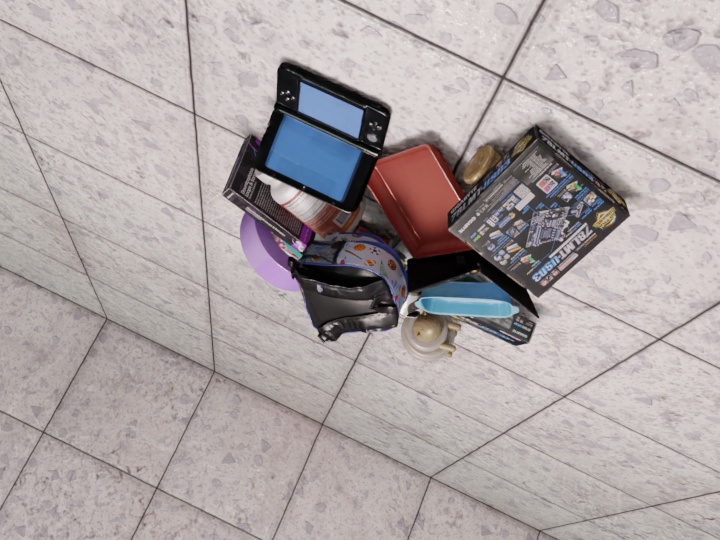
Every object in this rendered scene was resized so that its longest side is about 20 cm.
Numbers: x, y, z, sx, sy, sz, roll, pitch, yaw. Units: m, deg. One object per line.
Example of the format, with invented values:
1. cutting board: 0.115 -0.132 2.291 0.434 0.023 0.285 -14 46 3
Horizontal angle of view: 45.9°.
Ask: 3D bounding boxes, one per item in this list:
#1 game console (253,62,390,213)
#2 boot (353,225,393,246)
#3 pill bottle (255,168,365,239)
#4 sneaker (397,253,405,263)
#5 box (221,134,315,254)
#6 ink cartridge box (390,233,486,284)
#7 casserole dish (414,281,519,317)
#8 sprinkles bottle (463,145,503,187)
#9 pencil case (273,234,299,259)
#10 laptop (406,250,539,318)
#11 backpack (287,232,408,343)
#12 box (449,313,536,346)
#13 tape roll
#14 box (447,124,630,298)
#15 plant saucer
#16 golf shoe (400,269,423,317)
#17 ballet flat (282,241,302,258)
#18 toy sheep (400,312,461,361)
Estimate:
1. game console: -0.067 -0.213 1.389 0.196 0.118 0.176 24 158 3
2. boot: -0.013 -0.036 1.785 0.142 0.073 0.201 28 150 -2
3. pill bottle: -0.093 -0.149 1.563 0.199 0.114 0.111 38 155 -25
4. sneaker: 0.000 0.000 1.678 0.074 0.082 0.198 45 153 -25
5. box: -0.158 -0.143 1.606 0.199 0.145 0.036 38 137 -26
6. ink cartridge box: 0.161 -0.024 1.630 0.197 0.060 0.104 28 158 -6
7. casserole dish: 0.200 0.053 1.598 0.195 0.040 0.121 3 163 14
8. sprinkles bottle: 0.253 -0.112 1.329 0.198 0.069 0.068 34 156 -18
9. pencil case: -0.102 -0.038 1.847 0.199 0.088 0.082 37 161 -25
10. laptop: 0.190 0.029 1.485 0.196 0.188 0.118 -18 105 8
11. backpack: -0.007 0.027 1.525 0.187 0.155 0.202 7 137 29
12. box: 0.254 0.092 1.756 0.197 0.047 0.159 25 173 2
13. tape roll: -0.135 -0.065 1.662 0.198 0.203 0.065 34 139 -20
14. box: 0.264 -0.082 1.276 0.197 0.050 0.200 32 122 -19
15. plant saucer: 0.109 -0.120 1.445 0.198 0.037 0.202 -9 120 55
16. golf shoe: 0.112 0.045 1.719 0.077 0.096 0.199 29 -170 17
17. ballet flat: -0.091 -0.033 1.775 0.201 0.067 0.066 49 156 -21
18. toy sheep: 0.154 0.143 1.919 0.135 0.140 0.200 22 164 7
